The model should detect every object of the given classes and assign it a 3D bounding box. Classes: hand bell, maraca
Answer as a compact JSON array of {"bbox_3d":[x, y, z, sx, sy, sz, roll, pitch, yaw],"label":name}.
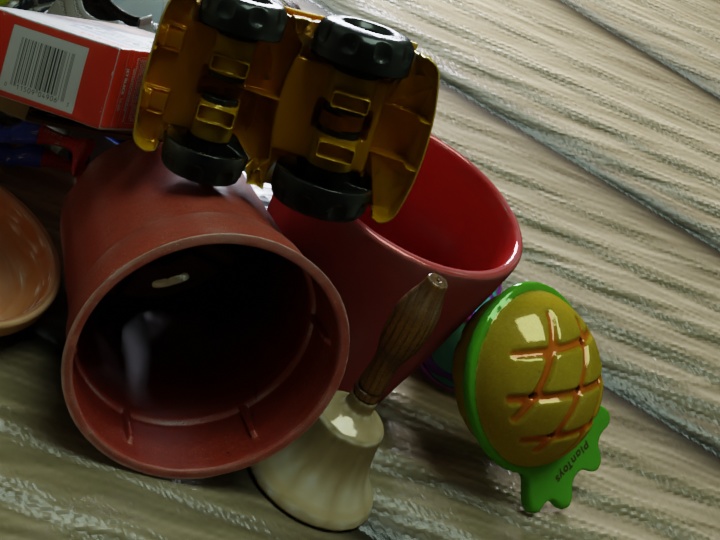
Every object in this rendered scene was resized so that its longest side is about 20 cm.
[{"bbox_3d":[0.010,0.081,1.519,0.104,0.200,0.104,24,30,-15],"label":"hand bell"},{"bbox_3d":[0.139,0.099,1.657,0.107,0.200,0.137,15,51,47],"label":"maraca"}]

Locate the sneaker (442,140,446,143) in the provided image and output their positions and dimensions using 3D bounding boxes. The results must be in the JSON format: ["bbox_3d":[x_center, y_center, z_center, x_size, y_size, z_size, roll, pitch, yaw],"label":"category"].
[{"bbox_3d":[0.005,-0.082,1.889,0.200,0.075,0.081,7,57,-29],"label":"sneaker"}]

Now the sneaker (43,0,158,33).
[{"bbox_3d":[-0.184,-0.166,1.729,0.200,0.082,0.075,39,29,14],"label":"sneaker"}]

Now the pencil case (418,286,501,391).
[{"bbox_3d":[0.089,0.017,1.803,0.092,0.085,0.200,3,33,3],"label":"pencil case"}]

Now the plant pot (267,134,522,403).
[{"bbox_3d":[0.000,0.000,1.651,0.200,0.177,0.201,23,32,-15],"label":"plant pot"}]

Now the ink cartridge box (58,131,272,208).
[{"bbox_3d":[-0.144,-0.075,1.760,0.200,0.044,0.094,30,28,-3],"label":"ink cartridge box"}]

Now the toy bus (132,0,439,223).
[{"bbox_3d":[-0.053,-0.137,1.523,0.200,0.136,0.192,15,19,-7],"label":"toy bus"}]

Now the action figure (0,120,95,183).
[{"bbox_3d":[-0.301,-0.104,1.615,0.200,0.065,0.052,20,67,10],"label":"action figure"}]

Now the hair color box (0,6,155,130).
[{"bbox_3d":[-0.183,-0.145,1.560,0.111,0.064,0.200,19,8,19],"label":"hair color box"}]

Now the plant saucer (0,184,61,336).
[{"bbox_3d":[-0.313,-0.017,1.522,0.200,0.037,0.200,24,30,-15],"label":"plant saucer"}]

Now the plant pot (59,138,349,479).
[{"bbox_3d":[-0.129,0.010,1.518,0.201,0.201,0.195,16,26,-26],"label":"plant pot"}]

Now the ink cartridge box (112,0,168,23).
[{"bbox_3d":[-0.147,-0.254,1.864,0.160,0.200,0.047,43,13,19],"label":"ink cartridge box"}]

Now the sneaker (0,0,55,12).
[{"bbox_3d":[-0.318,-0.233,1.803,0.080,0.078,0.200,40,29,30],"label":"sneaker"}]

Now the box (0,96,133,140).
[{"bbox_3d":[-0.272,-0.143,1.655,0.200,0.021,0.163,24,11,33],"label":"box"}]

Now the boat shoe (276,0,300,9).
[{"bbox_3d":[-0.141,-0.181,1.800,0.070,0.200,0.070,-53,125,-66],"label":"boat shoe"}]
